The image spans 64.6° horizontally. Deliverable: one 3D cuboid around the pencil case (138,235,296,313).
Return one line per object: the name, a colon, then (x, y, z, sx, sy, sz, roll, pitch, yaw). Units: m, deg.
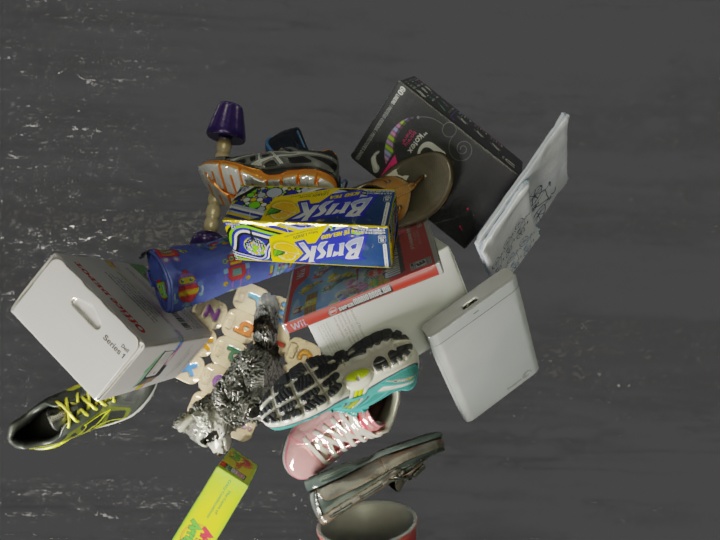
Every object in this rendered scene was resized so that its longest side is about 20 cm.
pencil case: (-0.179, -0.010, 0.738, 0.197, 0.086, 0.080, -20, 113, -37)

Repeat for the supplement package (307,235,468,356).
supplement package: (0.030, 0.047, 0.747, 0.197, 0.117, 0.119, -29, 112, -5)

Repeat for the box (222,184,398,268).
box: (-0.055, -0.053, 0.675, 0.195, 0.065, 0.071, 3, 45, 12)

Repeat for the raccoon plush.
raccoon plush: (-0.171, 0.140, 0.764, 0.131, 0.097, 0.204, -8, 55, 11)

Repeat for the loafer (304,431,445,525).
loafer: (0.026, 0.274, 0.757, 0.196, 0.072, 0.064, -16, 72, -11)

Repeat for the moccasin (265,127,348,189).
moccasin: (-0.054, -0.117, 0.793, 0.068, 0.080, 0.202, -36, 90, -14)

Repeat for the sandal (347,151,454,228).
sandal: (0.024, -0.089, 0.713, 0.196, 0.055, 0.084, -15, 93, 11)

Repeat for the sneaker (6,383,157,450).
sneaker: (-0.359, 0.182, 0.744, 0.197, 0.085, 0.075, -30, 88, -6)

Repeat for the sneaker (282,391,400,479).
sneaker: (-0.024, 0.203, 0.751, 0.200, 0.105, 0.076, -44, 101, -6)

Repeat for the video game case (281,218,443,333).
video game case: (0.000, 0.000, 0.704, 0.196, 0.144, 0.018, -22, 116, 10)

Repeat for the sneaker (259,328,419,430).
sneaker: (-0.020, 0.143, 0.664, 0.196, 0.078, 0.081, -20, 125, -5)

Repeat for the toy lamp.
toy lamp: (-0.196, -0.132, 0.797, 0.057, 0.058, 0.205, 7, 86, -3)

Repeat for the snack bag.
snack bag: (0.224, -0.080, 0.757, 0.021, 0.188, 0.202, 33, 86, 27)

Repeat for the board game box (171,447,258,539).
board game box: (-0.209, 0.339, 0.730, 0.047, 0.102, 0.202, 31, 84, 0)

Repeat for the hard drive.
hard drive: (0.164, 0.104, 0.747, 0.131, 0.027, 0.202, -34, 132, -7)

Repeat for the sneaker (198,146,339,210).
sneaker: (-0.115, -0.122, 0.737, 0.195, 0.079, 0.078, 7, 50, 13)

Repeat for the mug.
mug: (0.000, 0.423, 0.738, 0.174, 0.133, 0.205, -7, 89, 28)

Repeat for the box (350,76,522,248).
box: (0.106, -0.149, 0.770, 0.199, 0.106, 0.123, 37, 116, 0)

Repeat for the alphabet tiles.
alphabet tiles: (-0.161, 0.125, 0.796, 0.192, 0.015, 0.204, 22, 84, 1)

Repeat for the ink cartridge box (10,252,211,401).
ink cartridge box: (-0.288, 0.064, 0.691, 0.144, 0.200, 0.084, 42, 91, 6)
